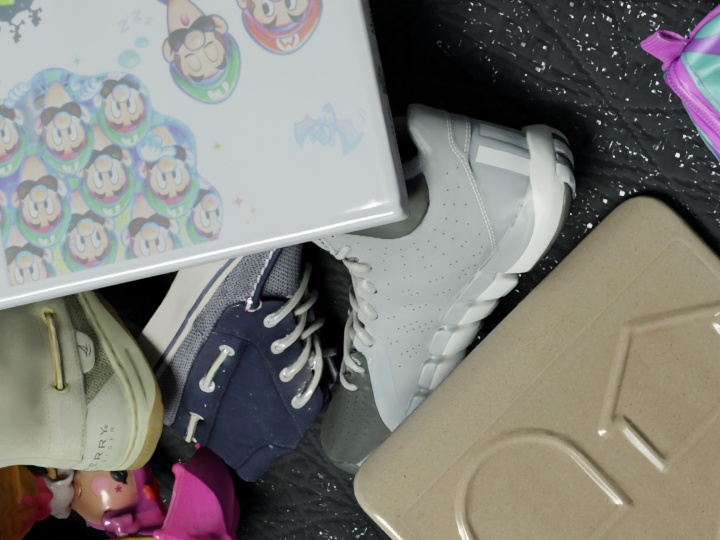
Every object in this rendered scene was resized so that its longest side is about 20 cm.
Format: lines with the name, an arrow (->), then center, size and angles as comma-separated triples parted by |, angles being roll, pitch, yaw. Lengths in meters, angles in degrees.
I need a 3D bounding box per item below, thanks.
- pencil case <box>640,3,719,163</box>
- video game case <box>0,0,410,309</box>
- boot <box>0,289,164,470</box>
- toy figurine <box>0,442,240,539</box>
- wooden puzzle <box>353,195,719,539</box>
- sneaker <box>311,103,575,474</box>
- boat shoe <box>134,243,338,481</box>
pencil case -> 0.191, -0.017, 1.141 | 0.200, 0.092, 0.085 | 65, 162, 9
video game case -> -0.092, -0.090, 1.229 | 0.199, 0.024, 0.183 | -12, 86, 13
boot -> -0.199, 0.021, 1.349 | 0.200, 0.154, 0.072 | 52, 130, 31
toy figurine -> -0.151, 0.123, 1.422 | 0.200, 0.184, 0.150 | -128, 41, -49
wooden puzzle -> 0.125, 0.099, 1.263 | 0.200, 0.185, 0.046 | 45, 173, 0
sneaker -> 0.000, 0.000, 1.283 | 0.115, 0.075, 0.200 | 18, 124, -21
boat shoe -> -0.039, 0.018, 1.351 | 0.093, 0.075, 0.200 | 35, 139, -2
